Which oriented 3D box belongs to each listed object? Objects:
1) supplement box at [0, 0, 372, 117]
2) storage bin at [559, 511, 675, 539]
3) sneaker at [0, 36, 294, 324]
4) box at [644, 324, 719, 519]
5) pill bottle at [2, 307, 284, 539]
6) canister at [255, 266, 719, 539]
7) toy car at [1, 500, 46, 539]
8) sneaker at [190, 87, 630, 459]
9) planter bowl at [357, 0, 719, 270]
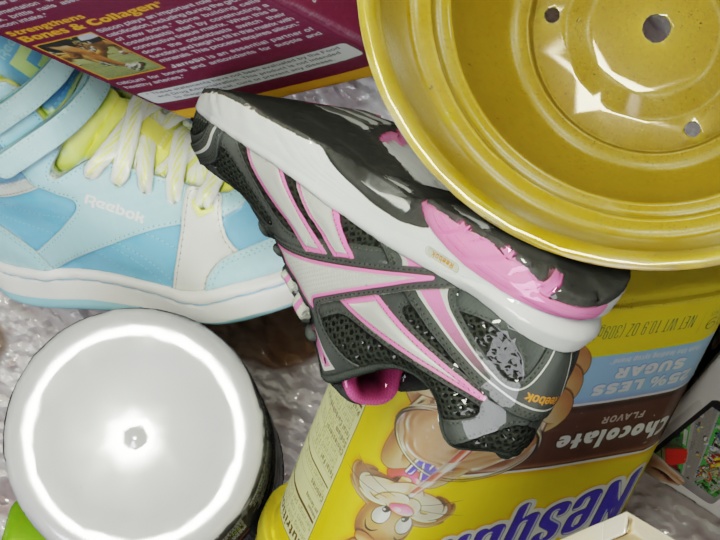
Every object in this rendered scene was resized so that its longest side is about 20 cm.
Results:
[{"bbox_3d":[-0.082,-0.130,1.033,0.110,0.086,0.200,-11,159,35],"label":"supplement box"},{"bbox_3d":[0.097,0.200,1.125,0.198,0.094,0.200,31,140,-30],"label":"storage bin"},{"bbox_3d":[-0.091,-0.049,1.190,0.199,0.080,0.131,-3,130,29],"label":"sneaker"},{"bbox_3d":[0.197,0.041,1.152,0.110,0.035,0.200,32,138,-3],"label":"box"},{"bbox_3d":[-0.086,0.082,1.247,0.106,0.106,0.200,24,171,5],"label":"pill bottle"},{"bbox_3d":[0.052,0.057,1.158,0.148,0.087,0.200,-5,136,-29],"label":"canister"},{"bbox_3d":[-0.106,0.230,1.361,0.164,0.158,0.201,13,111,-1],"label":"toy car"},{"bbox_3d":[0.000,0.000,1.030,0.200,0.080,0.087,36,110,47],"label":"sneaker"},{"bbox_3d":[0.102,-0.092,1.009,0.200,0.201,0.083,21,173,8],"label":"planter bowl"}]
